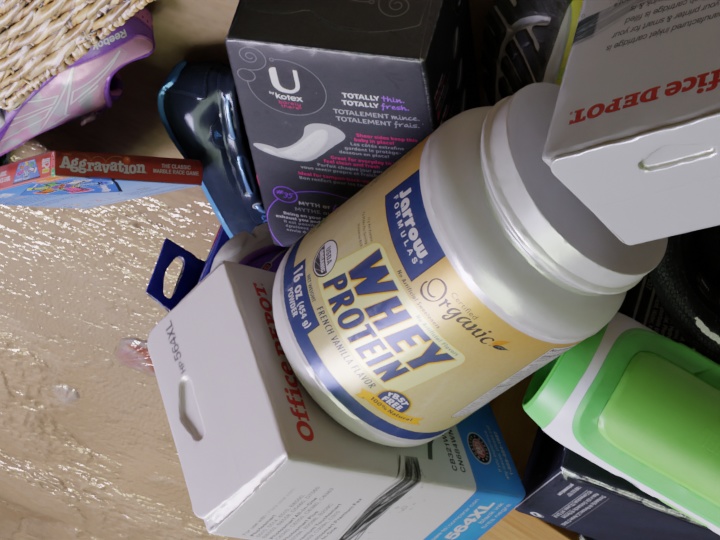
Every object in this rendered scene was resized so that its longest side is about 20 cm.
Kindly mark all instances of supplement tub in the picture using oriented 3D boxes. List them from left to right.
[{"bbox_3d":[0.061,-0.003,1.221,0.144,0.144,0.200,34,131,-23],"label":"supplement tub"}]

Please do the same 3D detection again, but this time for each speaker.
[{"bbox_3d":[0.199,0.099,1.268,0.200,0.088,0.088,30,147,-2],"label":"speaker"}]

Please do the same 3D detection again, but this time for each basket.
[{"bbox_3d":[-0.193,-0.210,1.207,0.149,0.143,0.200,30,141,-29],"label":"basket"}]

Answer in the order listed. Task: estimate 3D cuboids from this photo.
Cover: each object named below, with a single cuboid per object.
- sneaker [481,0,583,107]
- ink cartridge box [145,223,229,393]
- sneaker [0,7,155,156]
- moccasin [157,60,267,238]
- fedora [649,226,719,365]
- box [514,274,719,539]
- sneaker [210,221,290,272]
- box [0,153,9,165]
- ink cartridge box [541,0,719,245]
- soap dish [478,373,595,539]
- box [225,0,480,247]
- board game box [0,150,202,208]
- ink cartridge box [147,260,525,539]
[{"bbox_3d":[0.123,-0.106,1.296,0.090,0.078,0.200,-9,142,-13],"label":"sneaker"},{"bbox_3d":[-0.055,0.042,1.532,0.200,0.137,0.076,20,146,-3],"label":"ink cartridge box"},{"bbox_3d":[-0.203,-0.118,1.393,0.088,0.081,0.200,23,129,-35],"label":"sneaker"},{"bbox_3d":[-0.061,-0.057,1.437,0.068,0.081,0.200,-3,143,36],"label":"moccasin"},{"bbox_3d":[0.268,-0.026,1.292,0.200,0.201,0.092,16,-176,3],"label":"fedora"},{"bbox_3d":[0.229,0.088,1.389,0.198,0.200,0.123,21,159,-4],"label":"box"},{"bbox_3d":[0.000,0.000,1.414,0.083,0.200,0.081,52,153,30],"label":"sneaker"},{"bbox_3d":[-0.314,-0.110,1.522,0.136,0.038,0.200,19,148,-3],"label":"box"},{"bbox_3d":[0.189,-0.124,1.101,0.147,0.200,0.083,-13,137,40],"label":"ink cartridge box"},{"bbox_3d":[0.110,0.099,1.476,0.157,0.200,0.081,35,148,-24],"label":"soap dish"},{"bbox_3d":[0.002,-0.106,1.308,0.122,0.106,0.200,8,146,13],"label":"box"},{"bbox_3d":[-0.195,-0.060,1.455,0.103,0.019,0.200,1,177,-29],"label":"board game box"},{"bbox_3d":[-0.015,0.089,1.313,0.200,0.146,0.084,14,134,-43],"label":"ink cartridge box"}]
